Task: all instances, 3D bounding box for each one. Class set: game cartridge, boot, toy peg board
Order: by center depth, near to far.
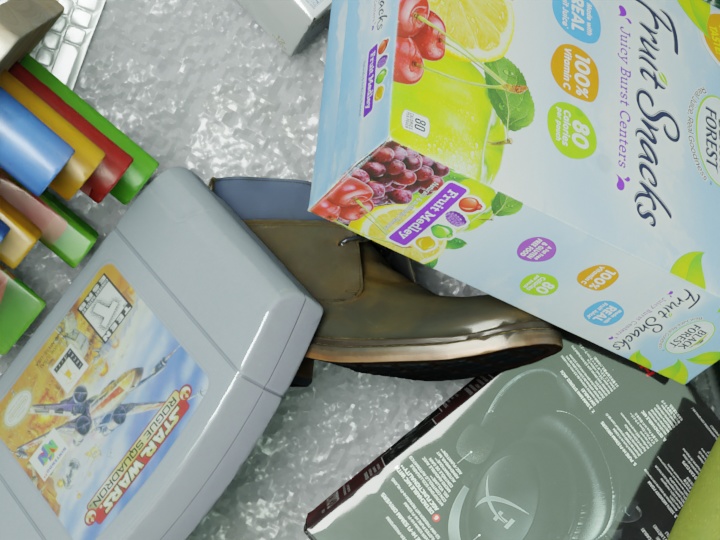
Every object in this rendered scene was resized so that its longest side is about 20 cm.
[{"bbox_3d":[-0.175,-0.011,1.058,0.098,0.199,0.200,39,96,-7],"label":"toy peg board"},{"bbox_3d":[-0.107,0.065,1.096,0.041,0.133,0.200,31,100,-41],"label":"game cartridge"},{"bbox_3d":[0.000,0.000,1.098,0.199,0.075,0.098,-3,80,32],"label":"boot"}]

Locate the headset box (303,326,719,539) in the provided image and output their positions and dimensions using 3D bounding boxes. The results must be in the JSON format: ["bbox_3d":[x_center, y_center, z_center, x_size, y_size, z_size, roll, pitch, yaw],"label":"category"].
[{"bbox_3d":[0.080,0.124,1.126,0.200,0.077,0.149,-40,90,0],"label":"headset box"}]

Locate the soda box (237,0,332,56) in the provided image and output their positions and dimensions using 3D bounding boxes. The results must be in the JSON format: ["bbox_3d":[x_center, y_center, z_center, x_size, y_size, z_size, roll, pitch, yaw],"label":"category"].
[{"bbox_3d":[-0.073,-0.198,1.126,0.064,0.068,0.200,-42,90,-15],"label":"soda box"}]

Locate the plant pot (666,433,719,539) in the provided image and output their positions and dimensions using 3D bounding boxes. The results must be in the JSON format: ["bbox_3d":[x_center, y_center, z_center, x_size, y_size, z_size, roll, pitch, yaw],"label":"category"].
[{"bbox_3d":[0.189,0.159,1.021,0.186,0.187,0.202,10,78,0],"label":"plant pot"}]

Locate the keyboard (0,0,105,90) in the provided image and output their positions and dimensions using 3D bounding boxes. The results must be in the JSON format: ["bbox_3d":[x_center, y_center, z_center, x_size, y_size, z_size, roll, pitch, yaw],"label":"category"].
[{"bbox_3d":[-0.151,-0.126,1.159,0.056,0.011,0.201,20,90,0],"label":"keyboard"}]

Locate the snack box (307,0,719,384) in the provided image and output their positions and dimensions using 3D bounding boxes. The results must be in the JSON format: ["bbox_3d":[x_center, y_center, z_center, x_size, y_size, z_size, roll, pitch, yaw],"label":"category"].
[{"bbox_3d":[0.082,-0.067,1.058,0.199,0.068,0.170,24,50,-25],"label":"snack box"}]
